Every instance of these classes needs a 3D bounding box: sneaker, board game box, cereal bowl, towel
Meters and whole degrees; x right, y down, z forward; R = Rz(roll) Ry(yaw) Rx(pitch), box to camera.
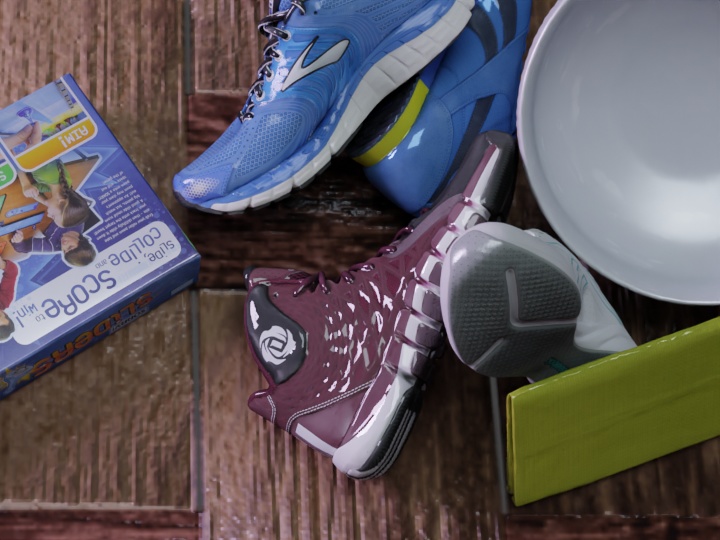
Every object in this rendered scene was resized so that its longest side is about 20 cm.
[{"bbox_3d":[-0.034,-0.112,1.190,0.200,0.078,0.089,-46,110,-8],"label":"sneaker"},{"bbox_3d":[-0.204,-0.003,1.168,0.199,0.035,0.136,-31,72,-19],"label":"board game box"},{"bbox_3d":[0.000,0.000,1.154,0.115,0.076,0.201,24,80,13],"label":"sneaker"},{"bbox_3d":[0.064,-0.111,1.245,0.078,0.066,0.201,40,57,-17],"label":"sneaker"},{"bbox_3d":[0.181,-0.086,1.171,0.198,0.083,0.202,0,103,1],"label":"cereal bowl"},{"bbox_3d":[0.167,0.061,1.156,0.199,0.087,0.018,-19,43,-15],"label":"towel"},{"bbox_3d":[0.083,0.014,1.120,0.070,0.200,0.081,-31,61,11],"label":"sneaker"}]
